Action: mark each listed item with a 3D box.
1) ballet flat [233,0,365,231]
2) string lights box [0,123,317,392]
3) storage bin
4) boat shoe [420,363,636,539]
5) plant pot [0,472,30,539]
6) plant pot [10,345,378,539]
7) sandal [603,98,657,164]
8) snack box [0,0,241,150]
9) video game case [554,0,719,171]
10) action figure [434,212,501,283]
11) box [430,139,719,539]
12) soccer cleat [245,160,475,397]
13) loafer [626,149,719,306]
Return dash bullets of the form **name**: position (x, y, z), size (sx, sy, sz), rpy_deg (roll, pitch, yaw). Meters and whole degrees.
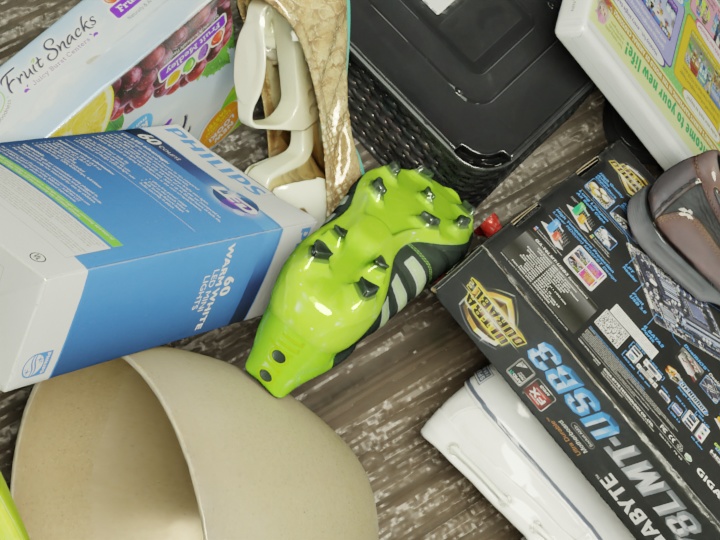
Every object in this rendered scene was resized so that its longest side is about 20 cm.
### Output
- **ballet flat**: position (-0.037, -0.075, 0.790), size (0.065, 0.070, 0.201), rpy_deg (-24, 118, -33)
- **string lights box**: position (-0.119, -0.014, 0.681), size (0.103, 0.200, 0.059), rpy_deg (34, 114, 23)
- **storage bin**: position (0.038, -0.149, 0.854), size (0.135, 0.094, 0.200), rpy_deg (-43, 87, -17)
- **boat shoe**: position (0.112, 0.146, 0.807), size (0.065, 0.074, 0.200), rpy_deg (-39, 85, 4)
- **plant pot**: position (-0.257, 0.117, 0.666), size (0.198, 0.201, 0.182), rpy_deg (-19, 45, -13)
- **plant pot**: position (-0.070, 0.131, 0.724), size (0.134, 0.200, 0.202), rpy_deg (-2, 74, -37)
- **sandal**: position (0.188, -0.167, 0.910), size (0.076, 0.043, 0.202), rpy_deg (2, 75, -9)
- **snack box**: position (-0.151, -0.064, 0.770), size (0.053, 0.142, 0.200), rpy_deg (43, 73, 14)
- **video game case**: position (0.183, -0.159, 0.847), size (0.200, 0.022, 0.183), rpy_deg (39, 60, -46)
- **action figure**: position (0.124, 0.059, 0.837), size (0.065, 0.052, 0.200), rpy_deg (-42, 88, -12)
- **box**: position (0.157, 0.040, 0.794), size (0.200, 0.050, 0.198), rpy_deg (50, 35, 4)
- **soccer cleat**: position (0.000, 0.000, 0.750), size (0.067, 0.081, 0.200), rpy_deg (41, 29, 6)
- **loafer**: position (0.239, 0.008, 0.813), size (0.199, 0.063, 0.072), rpy_deg (35, 38, -15)
